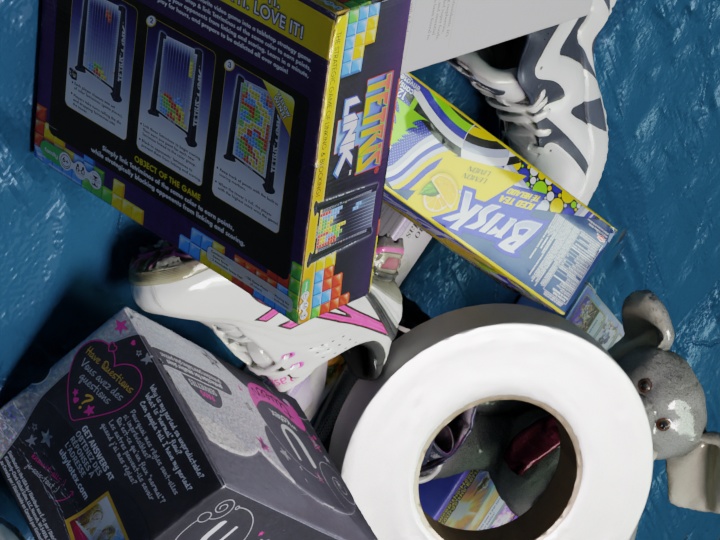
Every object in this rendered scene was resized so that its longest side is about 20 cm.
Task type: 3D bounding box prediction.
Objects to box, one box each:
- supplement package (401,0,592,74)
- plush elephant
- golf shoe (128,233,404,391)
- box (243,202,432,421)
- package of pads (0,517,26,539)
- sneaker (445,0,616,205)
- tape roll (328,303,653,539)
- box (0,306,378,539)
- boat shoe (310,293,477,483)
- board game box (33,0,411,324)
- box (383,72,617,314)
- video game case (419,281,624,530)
[{"bbox_3d":[0.032,-0.193,1.415,0.199,0.119,0.122,-20,129,-46],"label":"supplement package"},{"bbox_3d":[0.158,0.109,1.706,0.200,0.165,0.155,-21,163,-48],"label":"plush elephant"},{"bbox_3d":[-0.047,0.023,1.485,0.199,0.072,0.093,2,89,-45],"label":"golf shoe"},{"bbox_3d":[0.000,0.000,1.597,0.201,0.041,0.039,-57,146,-7],"label":"box"},{"bbox_3d":[-0.221,0.235,1.449,0.155,0.068,0.200,-46,145,-22],"label":"package of pads"},{"bbox_3d":[0.091,-0.109,1.604,0.129,0.079,0.200,-19,129,-45],"label":"sneaker"},{"bbox_3d":[0.079,0.120,1.597,0.202,0.037,0.204,-5,111,-14],"label":"tape roll"},{"bbox_3d":[-0.093,0.123,1.456,0.115,0.132,0.200,-38,149,10],"label":"box"},{"bbox_3d":[0.006,0.118,1.649,0.075,0.093,0.201,2,112,-55],"label":"boat shoe"},{"bbox_3d":[-0.072,-0.093,1.275,0.057,0.200,0.166,-22,132,-42],"label":"board game box"},{"bbox_3d":[0.054,-0.053,1.543,0.200,0.070,0.064,35,85,-35],"label":"box"},{"bbox_3d":[0.121,0.118,1.850,0.200,0.045,0.181,-56,146,-8],"label":"video game case"}]
